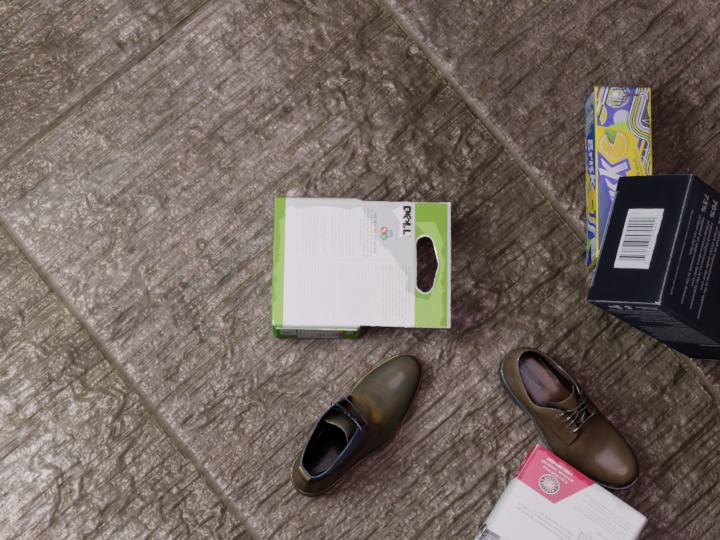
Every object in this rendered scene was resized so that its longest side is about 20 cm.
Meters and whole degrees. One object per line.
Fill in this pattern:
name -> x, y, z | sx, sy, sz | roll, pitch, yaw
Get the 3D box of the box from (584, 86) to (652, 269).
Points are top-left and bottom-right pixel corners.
box -> 0.296, -0.105, 1.680 | 0.069, 0.064, 0.203 | 2, 79, -1

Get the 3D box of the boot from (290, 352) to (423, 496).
boot -> 0.001, 0.166, 1.599 | 0.075, 0.097, 0.200 | 40, 80, 6

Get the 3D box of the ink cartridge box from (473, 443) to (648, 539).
ink cartridge box -> 0.193, 0.313, 1.580 | 0.144, 0.083, 0.201 | 34, 80, 5

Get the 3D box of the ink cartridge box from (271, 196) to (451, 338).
ink cartridge box -> 0.000, 0.000, 1.645 | 0.197, 0.076, 0.150 | 1, 78, -3

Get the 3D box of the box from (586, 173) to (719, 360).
box -> 0.359, 0.001, 1.591 | 0.199, 0.104, 0.150 | 28, 74, -37

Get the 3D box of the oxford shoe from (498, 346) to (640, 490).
oxford shoe -> 0.231, 0.165, 1.613 | 0.200, 0.084, 0.073 | 43, 78, 5
